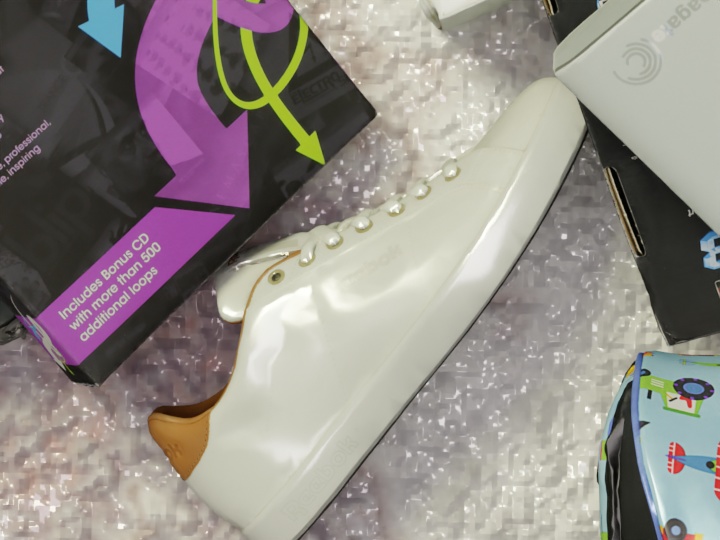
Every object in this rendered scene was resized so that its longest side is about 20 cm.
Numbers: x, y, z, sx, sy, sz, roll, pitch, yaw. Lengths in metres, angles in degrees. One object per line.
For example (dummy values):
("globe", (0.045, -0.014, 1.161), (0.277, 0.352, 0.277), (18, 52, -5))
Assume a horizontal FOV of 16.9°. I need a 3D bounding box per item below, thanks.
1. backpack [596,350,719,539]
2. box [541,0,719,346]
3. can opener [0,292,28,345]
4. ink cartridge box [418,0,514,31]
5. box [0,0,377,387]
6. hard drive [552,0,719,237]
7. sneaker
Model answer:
("backpack", (0.150, 0.116, 0.786), (0.134, 0.183, 0.200), (-13, 85, 11))
("box", (0.161, -0.091, 0.766), (0.200, 0.050, 0.199), (-16, 117, 15))
("can opener", (-0.187, 0.029, 0.860), (0.200, 0.063, 0.079), (-40, 87, 0))
("ink cartridge box", (0.086, -0.188, 0.834), (0.200, 0.083, 0.145), (-24, 90, 3))
("box", (-0.107, -0.081, 0.819), (0.143, 0.036, 0.200), (-45, 106, -17))
("hard drive", (0.176, -0.039, 0.753), (0.200, 0.026, 0.132), (42, 115, -17))
("sneaker", (0.000, 0.000, 0.846), (0.085, 0.073, 0.200), (39, 94, 0))
